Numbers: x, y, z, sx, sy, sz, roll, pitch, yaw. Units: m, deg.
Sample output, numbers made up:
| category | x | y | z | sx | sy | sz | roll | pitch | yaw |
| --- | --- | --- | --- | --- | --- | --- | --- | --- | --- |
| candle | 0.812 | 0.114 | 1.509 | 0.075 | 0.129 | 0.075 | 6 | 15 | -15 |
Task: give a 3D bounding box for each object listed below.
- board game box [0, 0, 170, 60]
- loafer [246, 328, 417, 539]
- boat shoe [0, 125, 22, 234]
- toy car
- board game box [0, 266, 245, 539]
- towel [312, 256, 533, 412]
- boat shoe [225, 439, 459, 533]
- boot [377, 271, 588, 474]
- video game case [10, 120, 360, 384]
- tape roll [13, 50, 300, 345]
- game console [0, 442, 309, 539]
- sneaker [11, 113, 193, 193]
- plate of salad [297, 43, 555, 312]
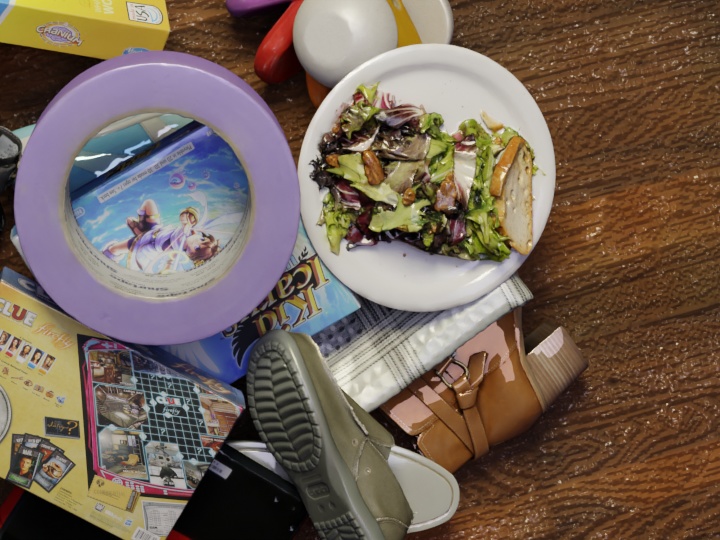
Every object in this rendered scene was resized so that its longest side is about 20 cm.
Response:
| category | x | y | z | sx | sy | sz | roll | pitch | yaw |
| --- | --- | --- | --- | --- | --- | --- | --- | --- | --- |
| board game box | -0.250 | -0.232 | 1.613 | 0.199 | 0.040 | 0.153 | 7 | 47 | -24 |
| loafer | -0.020 | 0.129 | 1.606 | 0.070 | 0.075 | 0.201 | -33 | 105 | -41 |
| boat shoe | -0.282 | -0.087 | 1.584 | 0.066 | 0.200 | 0.070 | -15 | 53 | -2 |
| toy car | -0.031 | -0.214 | 1.667 | 0.150 | 0.175 | 0.201 | -21 | 89 | 27 |
| board game box | -0.202 | 0.104 | 1.562 | 0.200 | 0.035 | 0.136 | 29 | 103 | -12 |
| towel | 0.000 | 0.000 | 1.660 | 0.200 | 0.035 | 0.193 | -35 | 79 | 7 |
| boat shoe | -0.024 | 0.164 | 1.670 | 0.199 | 0.062 | 0.075 | 1 | 94 | -4 |
| boot | 0.065 | 0.051 | 1.696 | 0.155 | 0.077 | 0.200 | -38 | 99 | -5 |
| video game case | -0.129 | -0.002 | 1.606 | 0.200 | 0.045 | 0.182 | -30 | 106 | 2 |
| tape roll | -0.143 | -0.053 | 1.527 | 0.199 | 0.085 | 0.201 | -1 | 101 | -4 |
| game console | -0.161 | 0.192 | 1.627 | 0.200 | 0.031 | 0.177 | 32 | 102 | -14 |
| sneaker | -0.170 | -0.063 | 1.660 | 0.199 | 0.080 | 0.131 | -14 | 86 | 0 |
| plate of salad | 0.052 | -0.066 | 1.590 | 0.199 | 0.048 | 0.201 | -3 | 101 | -13 |
